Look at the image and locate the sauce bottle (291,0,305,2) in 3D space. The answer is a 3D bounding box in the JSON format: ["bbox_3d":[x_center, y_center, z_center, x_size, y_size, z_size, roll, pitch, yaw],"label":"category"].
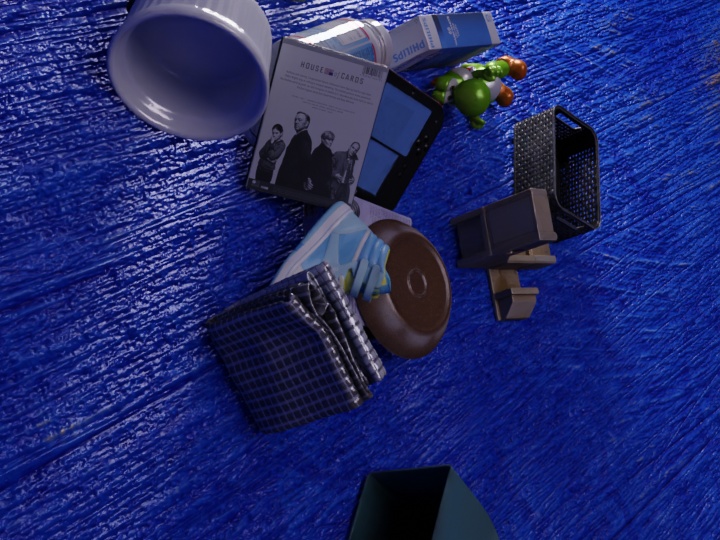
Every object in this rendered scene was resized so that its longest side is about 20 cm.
[{"bbox_3d":[-0.062,-0.478,1.718,0.065,0.064,0.201,48,47,-22],"label":"sauce bottle"}]

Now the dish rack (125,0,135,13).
[{"bbox_3d":[-0.257,-0.415,1.496,0.152,0.054,0.203,-8,81,-49],"label":"dish rack"}]

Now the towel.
[{"bbox_3d":[-0.083,0.101,1.380,0.085,0.198,0.167,-34,99,-46],"label":"towel"}]

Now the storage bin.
[{"bbox_3d":[0.342,-0.167,2.012,0.134,0.093,0.203,24,58,-39],"label":"storage bin"}]

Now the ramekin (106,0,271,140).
[{"bbox_3d":[-0.200,-0.264,1.399,0.200,0.199,0.099,37,44,-31],"label":"ramekin"}]

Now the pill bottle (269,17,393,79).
[{"bbox_3d":[-0.040,-0.297,1.641,0.199,0.108,0.110,-32,99,-48],"label":"pill bottle"}]

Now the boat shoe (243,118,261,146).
[{"bbox_3d":[-0.069,-0.175,1.593,0.199,0.069,0.072,30,55,-36],"label":"boat shoe"}]

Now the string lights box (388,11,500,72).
[{"bbox_3d":[0.125,-0.365,1.846,0.199,0.102,0.060,-17,88,-49],"label":"string lights box"}]

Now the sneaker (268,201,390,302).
[{"bbox_3d":[-0.036,0.019,1.488,0.130,0.080,0.201,36,74,7],"label":"sneaker"}]

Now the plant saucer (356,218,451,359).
[{"bbox_3d":[0.070,0.022,1.622,0.199,0.036,0.204,19,64,-43],"label":"plant saucer"}]

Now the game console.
[{"bbox_3d":[0.028,-0.183,1.620,0.199,0.031,0.179,23,96,-51],"label":"game console"}]

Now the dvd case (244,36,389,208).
[{"bbox_3d":[-0.058,-0.190,1.522,0.148,0.025,0.203,13,101,-14],"label":"dvd case"}]

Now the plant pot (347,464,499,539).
[{"bbox_3d":[0.100,0.375,1.525,0.200,0.140,0.143,47,47,-34],"label":"plant pot"}]

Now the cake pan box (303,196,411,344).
[{"bbox_3d":[0.000,0.000,1.618,0.182,0.052,0.204,15,65,-41],"label":"cake pan box"}]

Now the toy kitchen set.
[{"bbox_3d":[0.279,-0.020,1.822,0.198,0.179,0.166,0,76,-42],"label":"toy kitchen set"}]

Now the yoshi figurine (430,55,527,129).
[{"bbox_3d":[0.203,-0.295,1.903,0.198,0.111,0.114,-19,96,-45],"label":"yoshi figurine"}]
